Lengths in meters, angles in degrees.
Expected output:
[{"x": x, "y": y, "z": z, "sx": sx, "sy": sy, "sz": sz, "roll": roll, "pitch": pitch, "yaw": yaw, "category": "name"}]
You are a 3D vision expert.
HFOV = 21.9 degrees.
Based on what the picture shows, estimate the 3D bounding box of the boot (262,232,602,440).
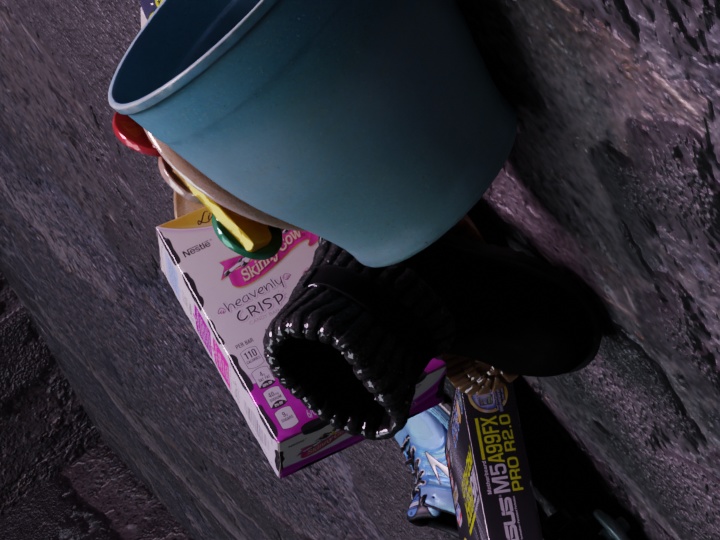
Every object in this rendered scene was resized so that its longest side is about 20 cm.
[{"x": 0.048, "y": 0.048, "z": 1.186, "sx": 0.211, "sy": 0.158, "sz": 0.079, "roll": 22, "pitch": 127, "yaw": -3, "category": "boot"}]

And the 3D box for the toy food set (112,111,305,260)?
[{"x": -0.080, "y": -0.099, "z": 1.329, "sx": 0.200, "sy": 0.198, "sz": 0.049, "roll": 48, "pitch": 129, "yaw": 14, "category": "toy food set"}]

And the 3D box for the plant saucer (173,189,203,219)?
[{"x": -0.097, "y": -0.004, "z": 1.524, "sx": 0.200, "sy": 0.035, "sz": 0.200, "roll": 47, "pitch": 147, "yaw": 46, "category": "plant saucer"}]

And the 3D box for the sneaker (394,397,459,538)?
[{"x": 0.068, "y": 0.182, "z": 1.658, "sx": 0.200, "sy": 0.090, "sz": 0.078, "roll": 48, "pitch": 164, "yaw": 22, "category": "sneaker"}]

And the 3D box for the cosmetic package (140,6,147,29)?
[{"x": -0.123, "y": -0.154, "z": 1.525, "sx": 0.105, "sy": 0.071, "sz": 0.200, "roll": 52, "pitch": 165, "yaw": 8, "category": "cosmetic package"}]

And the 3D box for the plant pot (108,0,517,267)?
[{"x": -0.013, "y": -0.110, "z": 1.111, "sx": 0.188, "sy": 0.200, "sz": 0.200, "roll": 42, "pitch": 169, "yaw": -21, "category": "plant pot"}]

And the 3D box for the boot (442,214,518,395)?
[{"x": 0.065, "y": 0.002, "z": 1.346, "sx": 0.107, "sy": 0.075, "sz": 0.200, "roll": 59, "pitch": 176, "yaw": 47, "category": "boot"}]

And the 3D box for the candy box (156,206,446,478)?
[{"x": -0.045, "y": 0.031, "z": 1.343, "sx": 0.200, "sy": 0.136, "sz": 0.061, "roll": 57, "pitch": 162, "yaw": 28, "category": "candy box"}]

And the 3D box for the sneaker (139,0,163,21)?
[{"x": -0.123, "y": -0.232, "z": 1.345, "sx": 0.074, "sy": 0.082, "sz": 0.200, "roll": 118, "pitch": 141, "yaw": -48, "category": "sneaker"}]

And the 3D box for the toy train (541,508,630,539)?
[{"x": 0.216, "y": 0.269, "z": 1.445, "sx": 0.200, "sy": 0.085, "sz": 0.114, "roll": 44, "pitch": 172, "yaw": 31, "category": "toy train"}]

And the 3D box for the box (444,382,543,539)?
[{"x": 0.106, "y": 0.185, "z": 1.507, "sx": 0.200, "sy": 0.044, "sz": 0.160, "roll": 91, "pitch": 171, "yaw": -67, "category": "box"}]
